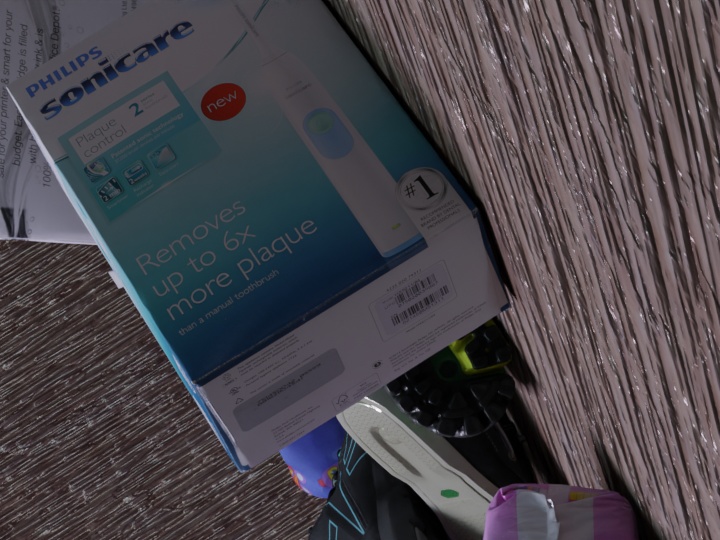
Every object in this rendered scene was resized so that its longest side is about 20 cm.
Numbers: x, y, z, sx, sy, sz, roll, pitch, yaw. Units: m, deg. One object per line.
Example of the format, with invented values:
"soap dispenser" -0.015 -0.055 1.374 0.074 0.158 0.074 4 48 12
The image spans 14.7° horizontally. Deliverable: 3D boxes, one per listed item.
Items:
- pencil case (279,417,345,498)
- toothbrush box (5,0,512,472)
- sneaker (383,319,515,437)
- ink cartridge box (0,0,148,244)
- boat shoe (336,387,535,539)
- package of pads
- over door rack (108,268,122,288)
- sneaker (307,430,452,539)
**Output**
"pencil case" -0.045 0.049 1.620 0.200 0.078 0.087 56 -165 -40
"toothbrush box" -0.047 -0.034 1.257 0.200 0.146 0.085 56 173 36
"sneaker" 0.000 0.000 1.368 0.201 0.078 0.085 58 175 6
"ink cartridge box" -0.155 -0.088 1.416 0.084 0.199 0.146 -160 74 -81
"boat shoe" 0.069 0.105 1.456 0.072 0.068 0.200 -7 134 47
"package of pads" 0.101 0.189 1.315 0.200 0.075 0.121 71 -160 -63
"over door rack" -0.110 -0.086 1.646 0.200 0.067 0.148 -20 104 50
"sneaker" 0.003 0.126 1.531 0.075 0.079 0.200 49 -163 -26
